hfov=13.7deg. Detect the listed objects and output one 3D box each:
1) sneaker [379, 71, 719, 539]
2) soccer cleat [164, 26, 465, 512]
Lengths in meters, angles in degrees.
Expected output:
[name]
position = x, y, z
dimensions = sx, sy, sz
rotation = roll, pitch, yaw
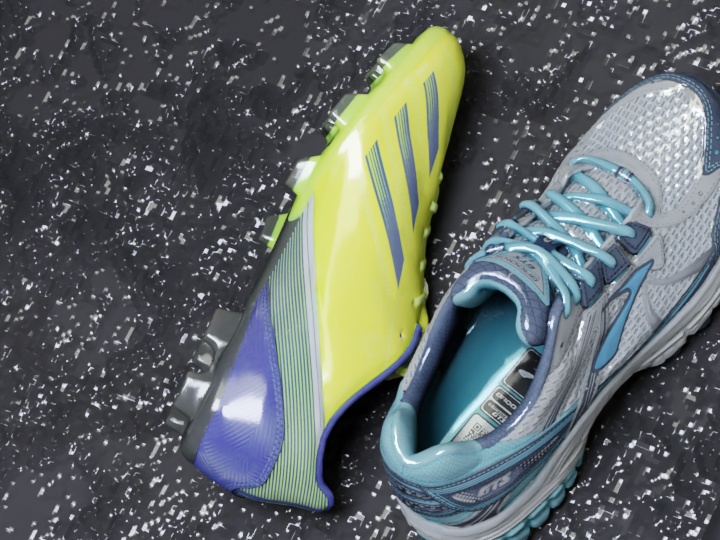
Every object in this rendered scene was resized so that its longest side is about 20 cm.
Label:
[sneaker]
position = 0.076, 0.010, 1.096
dimensions = 0.077, 0.086, 0.200
rotation = 26, 79, 27
[soccer cleat]
position = 0.000, 0.001, 1.155
dimensions = 0.084, 0.065, 0.201
rotation = 28, 73, -2
